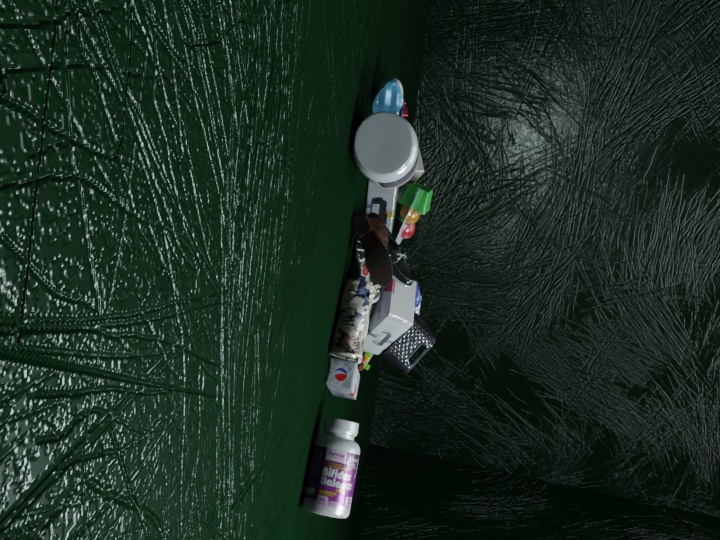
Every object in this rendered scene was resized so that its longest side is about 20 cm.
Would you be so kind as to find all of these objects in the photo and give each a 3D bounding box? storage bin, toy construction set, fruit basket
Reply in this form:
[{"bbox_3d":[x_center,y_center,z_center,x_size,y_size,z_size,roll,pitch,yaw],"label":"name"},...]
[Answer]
[{"bbox_3d":[0.131,0.195,1.800,0.136,0.093,0.200,-48,-169,6],"label":"storage bin"},{"bbox_3d":[0.011,0.225,1.844,0.132,0.091,0.203,-49,150,-28],"label":"toy construction set"},{"bbox_3d":[0.135,-0.158,1.790,0.203,0.092,0.185,-61,174,18],"label":"fruit basket"}]

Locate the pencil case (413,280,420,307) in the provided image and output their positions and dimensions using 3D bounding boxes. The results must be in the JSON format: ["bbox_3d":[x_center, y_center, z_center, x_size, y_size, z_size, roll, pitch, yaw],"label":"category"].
[{"bbox_3d":[0.081,0.073,1.817,0.087,0.194,0.080,-27,113,-68],"label":"pencil case"}]

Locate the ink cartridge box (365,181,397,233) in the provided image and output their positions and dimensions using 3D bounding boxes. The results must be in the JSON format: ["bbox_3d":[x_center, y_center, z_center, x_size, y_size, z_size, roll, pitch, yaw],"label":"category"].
[{"bbox_3d":[0.063,-0.203,1.737,0.147,0.080,0.205,-72,168,-62],"label":"ink cartridge box"}]

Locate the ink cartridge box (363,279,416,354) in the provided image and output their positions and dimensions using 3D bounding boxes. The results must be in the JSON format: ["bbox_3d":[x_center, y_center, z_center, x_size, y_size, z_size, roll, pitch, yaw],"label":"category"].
[{"bbox_3d":[0.069,0.121,1.698,0.200,0.083,0.148,-46,-153,47],"label":"ink cartridge box"}]

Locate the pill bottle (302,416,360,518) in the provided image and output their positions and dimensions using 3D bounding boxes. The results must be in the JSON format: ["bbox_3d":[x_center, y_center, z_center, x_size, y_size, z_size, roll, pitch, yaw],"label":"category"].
[{"bbox_3d":[-0.061,0.440,1.382,0.113,0.109,0.206,79,21,-74],"label":"pill bottle"}]

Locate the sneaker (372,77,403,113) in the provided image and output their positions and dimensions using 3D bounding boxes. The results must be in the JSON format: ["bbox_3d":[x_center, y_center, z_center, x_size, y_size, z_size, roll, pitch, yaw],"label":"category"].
[{"bbox_3d":[0.066,-0.420,1.521,0.201,0.074,0.083,104,-9,-72],"label":"sneaker"}]

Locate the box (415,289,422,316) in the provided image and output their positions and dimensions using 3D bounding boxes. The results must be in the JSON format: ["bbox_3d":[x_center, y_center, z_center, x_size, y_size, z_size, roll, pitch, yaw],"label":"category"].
[{"bbox_3d":[0.093,0.118,1.958,0.115,0.194,0.136,-42,141,-79],"label":"box"}]

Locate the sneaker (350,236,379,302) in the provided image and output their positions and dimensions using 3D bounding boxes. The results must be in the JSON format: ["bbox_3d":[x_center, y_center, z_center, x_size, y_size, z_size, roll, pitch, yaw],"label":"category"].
[{"bbox_3d":[0.000,0.000,1.589,0.083,0.079,0.205,-31,-133,48],"label":"sneaker"}]

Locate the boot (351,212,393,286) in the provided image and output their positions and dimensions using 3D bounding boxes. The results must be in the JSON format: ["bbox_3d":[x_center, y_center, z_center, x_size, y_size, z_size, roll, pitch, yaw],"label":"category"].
[{"bbox_3d":[0.047,-0.059,1.543,0.200,0.063,0.191,-17,86,-79],"label":"boot"}]

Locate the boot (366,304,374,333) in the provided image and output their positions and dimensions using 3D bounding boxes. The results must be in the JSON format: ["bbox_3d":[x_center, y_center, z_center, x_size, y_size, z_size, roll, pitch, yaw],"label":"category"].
[{"bbox_3d":[0.004,0.126,1.636,0.096,0.072,0.205,50,47,-61],"label":"boot"}]

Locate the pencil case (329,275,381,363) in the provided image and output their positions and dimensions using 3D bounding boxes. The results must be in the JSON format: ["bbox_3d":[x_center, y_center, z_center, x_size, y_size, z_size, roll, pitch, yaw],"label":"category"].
[{"bbox_3d":[-0.014,0.118,1.447,0.078,0.088,0.205,38,57,-49],"label":"pencil case"}]

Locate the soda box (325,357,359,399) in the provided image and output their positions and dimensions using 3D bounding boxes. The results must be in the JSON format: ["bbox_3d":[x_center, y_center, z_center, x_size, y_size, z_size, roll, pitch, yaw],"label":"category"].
[{"bbox_3d":[-0.041,0.273,1.529,0.201,0.066,0.065,84,17,-70],"label":"soda box"}]

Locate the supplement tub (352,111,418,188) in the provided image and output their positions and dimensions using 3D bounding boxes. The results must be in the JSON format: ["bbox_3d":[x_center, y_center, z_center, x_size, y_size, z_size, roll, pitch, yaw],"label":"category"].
[{"bbox_3d":[0.056,-0.256,1.313,0.200,0.136,0.145,-21,120,-84],"label":"supplement tub"}]

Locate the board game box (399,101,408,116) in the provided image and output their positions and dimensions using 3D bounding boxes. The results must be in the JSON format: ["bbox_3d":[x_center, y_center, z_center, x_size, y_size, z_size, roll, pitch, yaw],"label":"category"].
[{"bbox_3d":[0.100,-0.402,1.659,0.200,0.038,0.163,-148,-116,-73],"label":"board game box"}]

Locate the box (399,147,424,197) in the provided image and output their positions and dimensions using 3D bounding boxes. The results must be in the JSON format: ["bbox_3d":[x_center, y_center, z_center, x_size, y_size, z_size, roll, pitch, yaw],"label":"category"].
[{"bbox_3d":[0.120,-0.286,1.853,0.200,0.066,0.084,129,-47,-63],"label":"box"}]

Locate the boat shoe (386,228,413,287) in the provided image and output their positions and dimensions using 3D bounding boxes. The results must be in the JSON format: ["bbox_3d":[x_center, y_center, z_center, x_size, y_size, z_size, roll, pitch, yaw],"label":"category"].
[{"bbox_3d":[0.086,-0.045,1.644,0.060,0.201,0.075,-46,159,25],"label":"boat shoe"}]
